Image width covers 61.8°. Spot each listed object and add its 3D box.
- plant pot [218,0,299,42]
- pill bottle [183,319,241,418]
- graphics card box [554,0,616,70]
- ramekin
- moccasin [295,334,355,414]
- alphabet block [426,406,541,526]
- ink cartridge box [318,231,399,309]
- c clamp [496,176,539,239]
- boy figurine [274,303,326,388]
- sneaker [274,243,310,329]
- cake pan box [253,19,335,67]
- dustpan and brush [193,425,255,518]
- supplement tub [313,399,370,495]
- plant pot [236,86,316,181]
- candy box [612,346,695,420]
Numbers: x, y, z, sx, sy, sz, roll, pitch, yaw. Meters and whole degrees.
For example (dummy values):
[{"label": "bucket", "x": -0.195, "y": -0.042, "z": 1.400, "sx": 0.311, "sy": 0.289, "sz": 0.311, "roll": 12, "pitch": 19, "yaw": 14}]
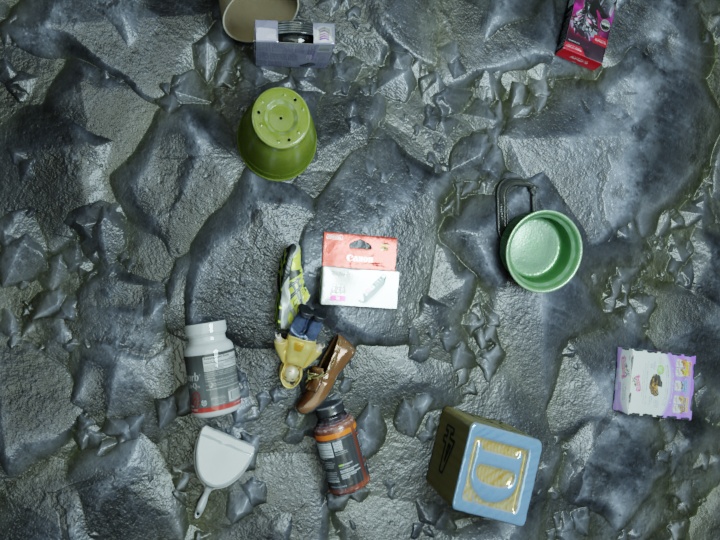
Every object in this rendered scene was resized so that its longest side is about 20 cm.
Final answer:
[{"label": "plant pot", "x": -0.258, "y": -0.676, "z": 1.390, "sx": 0.183, "sy": 0.188, "sz": 0.205, "roll": -18, "pitch": 78, "yaw": -11}, {"label": "pill bottle", "x": -0.339, "y": 0.220, "z": 1.367, "sx": 0.112, "sy": 0.116, "sz": 0.206, "roll": -8, "pitch": 89, "yaw": -11}, {"label": "graphics card box", "x": 0.606, "y": -0.659, "z": 1.611, "sx": 0.122, "sy": 0.051, "sz": 0.206, "roll": 17, "pitch": 84, "yaw": -10}, {"label": "ramekin", "x": 0.448, "y": -0.054, "z": 1.521, "sx": 0.194, "sy": 0.098, "sz": 0.207, "roll": -1, "pitch": 99, "yaw": -4}, {"label": "moccasin", "x": -0.092, "y": 0.246, "z": 1.430, "sx": 0.077, "sy": 0.073, "sz": 0.203, "roll": 40, "pitch": 81, "yaw": -22}, {"label": "alphabet block", "x": 0.290, "y": 0.461, "z": 1.442, "sx": 0.190, "sy": 0.200, "sz": 0.202, "roll": 18, "pitch": 85, "yaw": -9}, {"label": "ink cartridge box", "x": 0.000, "y": 0.000, "z": 1.477, "sx": 0.194, "sy": 0.044, "sz": 0.179, "roll": 4, "pitch": 89, "yaw": -11}, {"label": "c clamp", "x": 0.434, "y": -0.146, "z": 1.578, "sx": 0.166, "sy": 0.027, "sz": 0.207, "roll": -7, "pitch": 91, "yaw": -6}, {"label": "boy figurine", "x": -0.149, "y": 0.180, "z": 1.405, "sx": 0.121, "sy": 0.065, "sz": 0.204, "roll": 19, "pitch": 104, "yaw": -15}, {"label": "sneaker", "x": -0.159, "y": 0.038, "z": 1.436, "sx": 0.074, "sy": 0.075, "sz": 0.206, "roll": 5, "pitch": 98, "yaw": -18}, {"label": "cake pan box", "x": -0.156, "y": -0.516, "z": 1.382, "sx": 0.178, "sy": 0.200, "sz": 0.054, "roll": -3, "pitch": 94, "yaw": -9}, {"label": "dustpan and brush", "x": -0.342, "y": 0.479, "z": 1.397, "sx": 0.137, "sy": 0.057, "sz": 0.205, "roll": 24, "pitch": 78, "yaw": -8}, {"label": "supplement tub", "x": -0.049, "y": 0.414, "z": 1.423, "sx": 0.104, "sy": 0.107, "sz": 0.206, "roll": -15, "pitch": 91, "yaw": -11}, {"label": "plant pot", "x": -0.185, "y": -0.323, "z": 1.373, "sx": 0.194, "sy": 0.193, "sz": 0.207, "roll": 0, "pitch": 88, "yaw": -11}, {"label": "candy box", "x": 0.785, "y": 0.301, "z": 1.608, "sx": 0.194, "sy": 0.071, "sz": 0.173, "roll": 7, "pitch": 87, "yaw": -11}]
